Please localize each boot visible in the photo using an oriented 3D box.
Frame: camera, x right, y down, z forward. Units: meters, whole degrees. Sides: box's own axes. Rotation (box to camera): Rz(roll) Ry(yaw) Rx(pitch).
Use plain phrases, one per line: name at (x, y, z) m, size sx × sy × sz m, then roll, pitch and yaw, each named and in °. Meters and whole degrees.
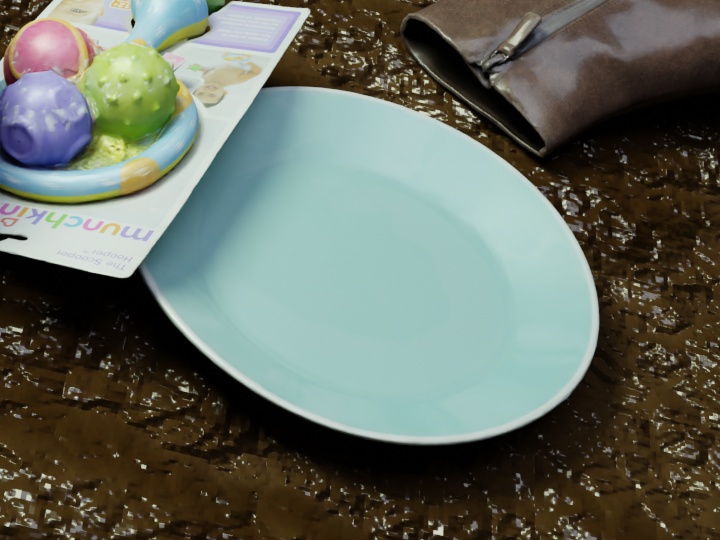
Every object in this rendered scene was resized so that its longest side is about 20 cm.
boot at (0.137, -0.091, 1.076) m, size 0.200 × 0.073 × 0.166 m, roll 40°, pitch 56°, yaw 17°

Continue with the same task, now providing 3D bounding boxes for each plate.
plate at (0.000, 0.000, 0.932) m, size 0.199 × 0.026 × 0.201 m, roll 13°, pitch 43°, yaw -12°

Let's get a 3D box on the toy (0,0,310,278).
toy at (-0.107, -0.078, 0.927) m, size 0.114 × 0.047 × 0.200 m, roll 9°, pitch 35°, yaw 17°
